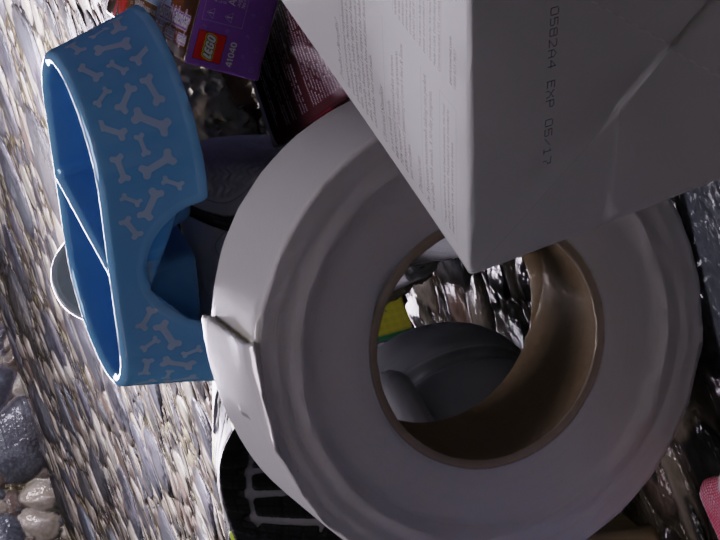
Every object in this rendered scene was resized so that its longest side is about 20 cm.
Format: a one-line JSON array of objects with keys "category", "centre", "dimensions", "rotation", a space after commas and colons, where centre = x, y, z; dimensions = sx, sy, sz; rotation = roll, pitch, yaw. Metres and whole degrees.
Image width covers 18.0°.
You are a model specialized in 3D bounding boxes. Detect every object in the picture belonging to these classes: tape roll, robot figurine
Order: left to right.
[{"category": "tape roll", "centre": [0.040, 0.024, 0.953], "dimensions": [0.071, 0.202, 0.203], "rotation": [-152, 45, -67]}, {"category": "robot figurine", "centre": [0.058, 0.106, 1.148], "dimensions": [0.200, 0.113, 0.170], "rotation": [58, -173, 37]}]

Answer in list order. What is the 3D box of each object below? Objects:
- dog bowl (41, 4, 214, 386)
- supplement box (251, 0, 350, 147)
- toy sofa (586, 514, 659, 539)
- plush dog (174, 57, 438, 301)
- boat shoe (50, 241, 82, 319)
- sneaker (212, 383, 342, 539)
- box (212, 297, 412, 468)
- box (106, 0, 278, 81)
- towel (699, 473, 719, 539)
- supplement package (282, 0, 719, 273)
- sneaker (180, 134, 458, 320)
[{"category": "dog bowl", "centre": [-0.111, -0.029, 1.086], "dimensions": [0.112, 0.049, 0.201], "rotation": [-124, 25, -47]}, {"category": "supplement box", "centre": [0.021, -0.111, 1.025], "dimensions": [0.200, 0.108, 0.061], "rotation": [157, 95, -75]}, {"category": "toy sofa", "centre": [0.096, 0.214, 1.008], "dimensions": [0.098, 0.082, 0.201], "rotation": [-138, 43, -81]}, {"category": "plush dog", "centre": [-0.059, -0.079, 1.209], "dimensions": [0.161, 0.171, 0.200], "rotation": [93, 153, -53]}, {"category": "boat shoe", "centre": [-0.085, -0.014, 1.333], "dimensions": [0.091, 0.199, 0.071], "rotation": [141, 109, -77]}, {"category": "sneaker", "centre": [-0.039, 0.104, 1.142], "dimensions": [0.200, 0.073, 0.081], "rotation": [-97, 9, -57]}, {"category": "box", "centre": [-0.031, 0.070, 1.395], "dimensions": [0.200, 0.117, 0.049], "rotation": [93, 159, -54]}, {"category": "box", "centre": [-0.072, -0.174, 1.088], "dimensions": [0.200, 0.039, 0.138], "rotation": [-144, 68, -69]}, {"category": "towel", "centre": [0.200, 0.126, 0.863], "dimensions": [0.147, 0.030, 0.200], "rotation": [67, 161, 10]}, {"category": "supplement package", "centre": [0.058, -0.138, 0.792], "dimensions": [0.152, 0.150, 0.200], "rotation": [88, 157, -48]}, {"category": "sneaker", "centre": [0.000, 0.000, 1.113], "dimensions": [0.075, 0.199, 0.116], "rotation": [-41, -45, -62]}]
